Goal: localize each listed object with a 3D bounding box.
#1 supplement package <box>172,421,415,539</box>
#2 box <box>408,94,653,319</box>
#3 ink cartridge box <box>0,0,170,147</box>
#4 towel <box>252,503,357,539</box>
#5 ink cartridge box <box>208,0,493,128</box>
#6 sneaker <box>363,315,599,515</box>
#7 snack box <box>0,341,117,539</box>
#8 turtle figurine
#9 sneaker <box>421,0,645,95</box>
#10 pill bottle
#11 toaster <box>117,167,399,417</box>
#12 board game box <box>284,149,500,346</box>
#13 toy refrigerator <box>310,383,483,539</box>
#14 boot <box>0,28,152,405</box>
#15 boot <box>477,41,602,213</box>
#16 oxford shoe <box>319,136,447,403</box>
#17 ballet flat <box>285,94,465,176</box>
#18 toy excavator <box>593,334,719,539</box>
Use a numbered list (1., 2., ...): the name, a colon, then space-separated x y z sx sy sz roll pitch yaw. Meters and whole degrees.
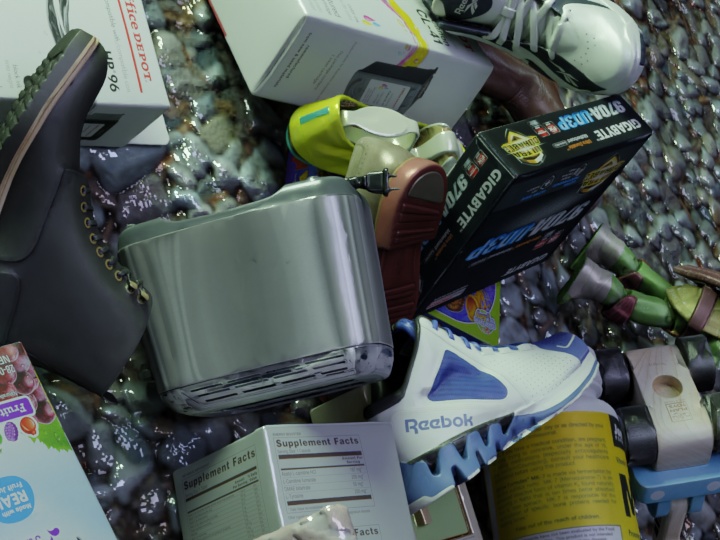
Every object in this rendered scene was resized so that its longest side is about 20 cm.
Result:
1. supplement package: -0.032 0.208 0.882 0.109 0.113 0.202 4 67 -41
2. box: 0.118 -0.051 1.059 0.199 0.159 0.046 -20 63 -48
3. ink cartridge box: -0.205 -0.150 0.940 0.199 0.068 0.117 -3 71 -45
4. towel: -0.056 0.257 0.782 0.032 0.190 0.202 7 61 -65
5. ink cartridge box: -0.012 -0.197 1.107 0.199 0.086 0.148 7 43 -40
6. sneaker: 0.074 0.073 0.973 0.199 0.080 0.116 -31 87 -37
7. snack box: -0.221 0.155 0.748 0.168 0.068 0.201 -17 73 -47
8. turtle figurine: 0.267 0.062 1.273 0.193 0.200 0.144 34 71 2
9. sneaker: 0.118 -0.199 1.077 0.129 0.080 0.199 -5 43 -45
10. pill bottle: 0.153 0.166 1.080 0.114 0.114 0.202 12 61 -39
11. toaster: -0.057 0.020 0.912 0.114 0.198 0.131 32 45 -78
12. board game box: 0.028 -0.024 1.112 0.199 0.045 0.136 27 52 -31
13. toy refrigerator: 0.038 0.182 0.995 0.075 0.070 0.202 -4 72 -45
14. boot: -0.169 -0.031 0.850 0.138 0.077 0.201 28 92 -19
15. boot: 0.128 -0.149 1.230 0.199 0.064 0.188 23 39 -53
16. oxford shoe: 0.000 0.000 1.003 0.075 0.202 0.070 34 24 33
17. ballet flat: 0.034 -0.092 1.071 0.199 0.067 0.067 13 59 -39
18. toy excavator: 0.259 0.183 1.164 0.099 0.201 0.195 -9 44 -5
